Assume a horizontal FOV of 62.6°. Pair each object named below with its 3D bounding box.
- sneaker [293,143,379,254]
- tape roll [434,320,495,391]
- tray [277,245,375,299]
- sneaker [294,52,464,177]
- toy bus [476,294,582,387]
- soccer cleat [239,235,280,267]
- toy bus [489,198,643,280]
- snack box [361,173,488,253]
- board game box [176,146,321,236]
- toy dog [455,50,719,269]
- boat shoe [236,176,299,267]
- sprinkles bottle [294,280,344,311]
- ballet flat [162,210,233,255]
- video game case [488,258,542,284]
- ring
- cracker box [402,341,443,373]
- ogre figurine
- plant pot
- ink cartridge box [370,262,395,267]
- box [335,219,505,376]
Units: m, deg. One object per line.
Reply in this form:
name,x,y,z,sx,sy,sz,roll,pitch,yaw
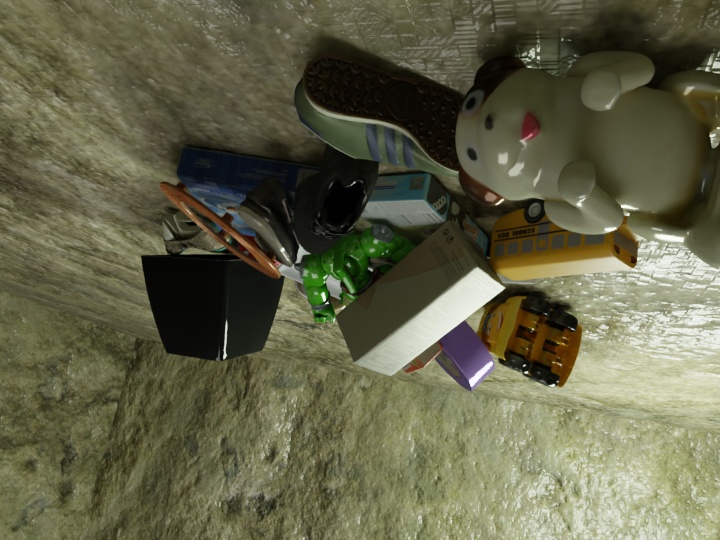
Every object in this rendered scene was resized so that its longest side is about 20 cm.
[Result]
sneaker,-0.034,-0.070,0.658,0.074,0.092,0.201,14,145,-12
tape roll,0.170,0.136,1.153,0.201,0.065,0.200,49,173,8
tray,-0.021,0.008,0.906,0.197,0.023,0.107,24,141,-21
sneaker,0.030,-0.132,0.547,0.196,0.069,0.090,17,171,-19
toy bus,0.291,0.118,1.127,0.198,0.138,0.191,25,175,-34
soccer cleat,-0.107,-0.032,0.973,0.195,0.070,0.085,0,166,21
toy bus,0.244,-0.040,0.668,0.064,0.080,0.198,22,161,-35
snack box,0.080,-0.064,0.780,0.114,0.038,0.199,3,162,34
board game box,-0.126,-0.092,0.820,0.195,0.044,0.199,10,165,6
toy dog,0.172,-0.104,0.454,0.195,0.143,0.194,9,-159,4
boat shoe,-0.104,-0.056,0.755,0.066,0.058,0.200,33,169,10
sprinkles bottle,-0.069,0.025,1.041,0.067,0.070,0.200,16,180,-16
ballet flat,-0.288,-0.069,0.989,0.197,0.069,0.075,0,141,46
video game case,0.171,-0.002,0.859,0.196,0.018,0.142,2,-171,31
ring,-0.184,-0.056,0.797,0.198,0.019,0.201,34,167,9
cracker box,0.056,0.093,1.110,0.201,0.057,0.134,50,164,4
ogre figurine,0.000,0.000,0.800,0.196,0.100,0.120,-6,143,32
plant pot,-0.269,0.063,1.100,0.196,0.182,0.199,4,-177,26
ink cartridge box,0.069,0.017,1.000,0.195,0.040,0.099,5,167,-16
box,0.073,0.041,0.753,0.199,0.079,0.094,-39,144,18
